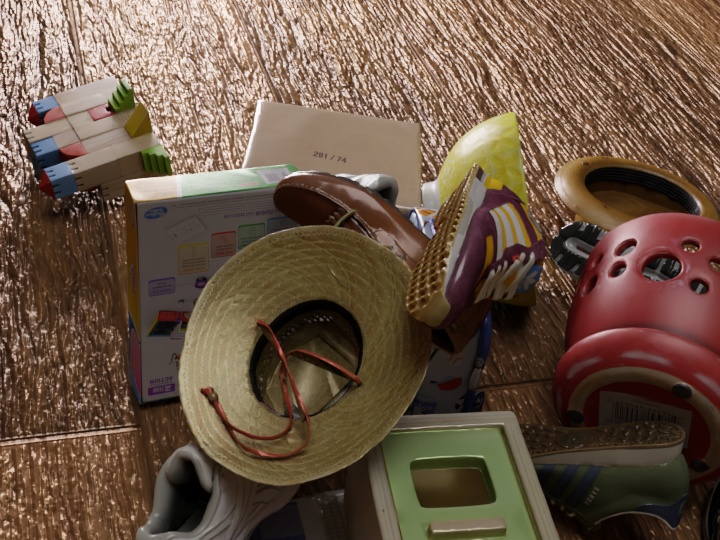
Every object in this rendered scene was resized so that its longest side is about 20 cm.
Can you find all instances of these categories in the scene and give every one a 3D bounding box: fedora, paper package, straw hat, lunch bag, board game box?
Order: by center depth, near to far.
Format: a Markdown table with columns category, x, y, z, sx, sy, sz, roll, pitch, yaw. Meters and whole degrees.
| category | x | y | z | sx | sy | sz | roll | pitch | yaw |
| --- | --- | --- | --- | --- | --- | --- | --- | --- | --- |
| straw hat | -0.038 | 0.074 | 0.782 | 0.198 | 0.085 | 0.204 | -4 | 63 | 8 |
| board game box | -0.127 | 0.013 | 0.902 | 0.151 | 0.202 | 0.040 | -8 | 32 | -23 |
| lunch bag | 0.074 | 0.042 | 0.950 | 0.074 | 0.162 | 0.201 | 4 | 38 | -7 |
| paper package | -0.036 | -0.092 | 1.138 | 0.197 | 0.104 | 0.192 | 8 | 38 | -3 |
| fedora | 0.314 | -0.057 | 1.193 | 0.198 | 0.083 | 0.202 | 9 | 35 | -6 |

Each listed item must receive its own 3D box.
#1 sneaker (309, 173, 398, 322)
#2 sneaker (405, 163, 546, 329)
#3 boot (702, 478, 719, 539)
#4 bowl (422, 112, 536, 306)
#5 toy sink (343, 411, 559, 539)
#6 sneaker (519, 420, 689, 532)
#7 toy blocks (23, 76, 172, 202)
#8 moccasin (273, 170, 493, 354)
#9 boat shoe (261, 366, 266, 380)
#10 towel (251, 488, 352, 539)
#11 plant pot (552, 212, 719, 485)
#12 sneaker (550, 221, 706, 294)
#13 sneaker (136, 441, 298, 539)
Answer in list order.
| category | x | y | z | sx | sy | sz | roll | pitch | yaw |
| --- | --- | --- | --- | --- | --- | --- | --- | --- | --- |
| sneaker | 0.000 | 0.000 | 0.973 | 0.077 | 0.203 | 0.099 | 5 | -9 | -34 |
| sneaker | 0.096 | -0.009 | 0.763 | 0.090 | 0.075 | 0.201 | 34 | 34 | -5 |
| boot | 0.330 | 0.200 | 0.823 | 0.072 | 0.152 | 0.201 | 19 | 39 | 11 |
| bowl | 0.122 | -0.058 | 1.083 | 0.106 | 0.202 | 0.201 | -7 | 37 | 8 |
| toy sink | 0.069 | 0.211 | 0.743 | 0.128 | 0.113 | 0.201 | -1 | 43 | -11 |
| sneaker | 0.180 | 0.182 | 0.874 | 0.198 | 0.091 | 0.067 | -6 | 14 | 28 |
| toy blocks | -0.310 | -0.141 | 1.153 | 0.135 | 0.101 | 0.200 | -22 | 48 | -20 |
| moccasin | 0.010 | -0.006 | 0.830 | 0.201 | 0.074 | 0.078 | 40 | 61 | 2 |
| boat shoe | -0.033 | 0.095 | 0.904 | 0.199 | 0.065 | 0.074 | -36 | 73 | -4 |
| towel | 0.017 | 0.231 | 0.812 | 0.197 | 0.024 | 0.148 | -6 | 43 | -17 |
| plant pot | 0.276 | 0.081 | 0.932 | 0.198 | 0.202 | 0.183 | 21 | 48 | 13 |
| sneaker | 0.300 | 0.017 | 1.098 | 0.199 | 0.090 | 0.078 | 37 | 87 | 34 |
| sneaker | -0.102 | 0.153 | 0.778 | 0.077 | 0.100 | 0.201 | 5 | 44 | 22 |
